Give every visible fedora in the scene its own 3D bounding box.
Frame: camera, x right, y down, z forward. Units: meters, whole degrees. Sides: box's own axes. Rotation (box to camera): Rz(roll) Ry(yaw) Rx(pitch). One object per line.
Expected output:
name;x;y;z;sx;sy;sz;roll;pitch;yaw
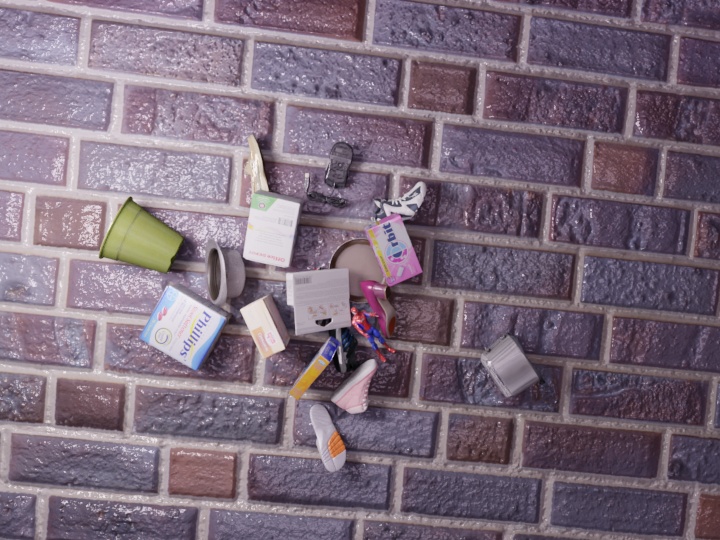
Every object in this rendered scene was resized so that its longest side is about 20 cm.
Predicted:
fedora;-0.402;0.004;1.632;0.089;0.176;0.203;-3;83;-32

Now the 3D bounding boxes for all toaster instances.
toaster;0.470;0.305;1.698;0.129;0.114;0.201;-35;95;2

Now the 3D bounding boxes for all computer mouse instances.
computer mouse;-0.101;-0.302;1.682;0.139;0.046;0.202;7;103;-8

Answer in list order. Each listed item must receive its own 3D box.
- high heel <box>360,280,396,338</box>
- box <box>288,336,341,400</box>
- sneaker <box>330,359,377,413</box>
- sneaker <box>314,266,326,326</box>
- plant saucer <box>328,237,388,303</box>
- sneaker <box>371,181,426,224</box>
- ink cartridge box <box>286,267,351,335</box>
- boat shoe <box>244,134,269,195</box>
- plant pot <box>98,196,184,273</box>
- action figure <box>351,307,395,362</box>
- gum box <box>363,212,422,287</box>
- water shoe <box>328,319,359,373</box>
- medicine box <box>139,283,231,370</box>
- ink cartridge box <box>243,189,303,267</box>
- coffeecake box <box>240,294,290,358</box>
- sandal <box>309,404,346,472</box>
high heel;0.055;0.119;1.688;0.095;0.067;0.202;13;123;32
box;-0.131;0.283;1.622;0.041;0.119;0.201;36;114;-2
sneaker;0.007;0.365;1.676;0.105;0.075;0.200;42;111;-6
sneaker;-0.150;0.086;1.676;0.084;0.077;0.202;0;76;35
plant saucer;0.000;0.000;1.701;0.198;0.032;0.203;0;92;-2
sneaker;0.107;-0.210;1.676;0.129;0.080;0.200;32;100;-12
ink cartridge box;-0.121;0.089;1.610;0.198;0.045;0.179;-5;95;-36
boat shoe;-0.324;-0.310;1.656;0.064;0.072;0.202;-12;98;-4
plant pot;-0.632;-0.084;1.601;0.189;0.200;0.202;27;90;-17
action figure;0.041;0.192;1.652;0.065;0.099;0.201;-42;107;-16
gum box;0.100;-0.058;1.639;0.112;0.066;0.202;-24;106;0
water shoe;-0.051;0.215;1.696;0.078;0.071;0.203;-8;96;-25
medicine box;-0.524;0.168;1.640;0.199;0.103;0.183;30;90;-3
ink cartridge box;-0.262;-0.126;1.632;0.144;0.088;0.202;12;106;-3
coffeecake box;-0.276;0.160;1.605;0.072;0.200;0.155;-24;93;-2
sandal;-0.105;0.522;1.701;0.078;0.059;0.209;-15;71;-19
